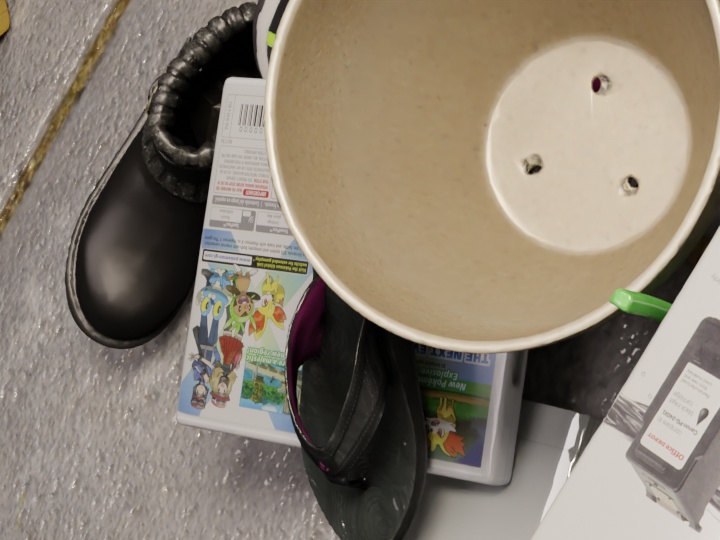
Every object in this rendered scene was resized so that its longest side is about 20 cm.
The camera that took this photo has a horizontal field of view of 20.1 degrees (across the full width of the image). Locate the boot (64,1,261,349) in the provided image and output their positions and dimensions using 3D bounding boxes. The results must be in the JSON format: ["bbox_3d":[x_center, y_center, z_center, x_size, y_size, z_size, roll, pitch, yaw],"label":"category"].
[{"bbox_3d":[-0.104,-0.052,1.159,0.158,0.079,0.213,-168,101,-77],"label":"boot"}]

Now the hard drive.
[{"bbox_3d":[0.041,0.158,0.981,0.131,0.026,0.202,9,79,50],"label":"hard drive"}]

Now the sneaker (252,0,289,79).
[{"bbox_3d":[0.011,-0.143,1.016,0.201,0.071,0.083,-57,51,38],"label":"sneaker"}]

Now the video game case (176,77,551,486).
[{"bbox_3d":[0.000,0.000,1.007,0.199,0.022,0.184,7,88,36],"label":"video game case"}]

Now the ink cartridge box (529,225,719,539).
[{"bbox_3d":[0.166,0.075,0.780,0.083,0.145,0.201,38,102,43],"label":"ink cartridge box"}]

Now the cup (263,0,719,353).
[{"bbox_3d":[0.077,-0.063,0.867,0.198,0.143,0.202,-2,85,23],"label":"cup"}]

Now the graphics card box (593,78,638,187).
[{"bbox_3d":[0.120,-0.120,1.006,0.125,0.051,0.201,33,99,50],"label":"graphics card box"}]

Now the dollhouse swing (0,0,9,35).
[{"bbox_3d":[-0.342,-0.112,1.545,0.199,0.177,0.182,-23,15,41],"label":"dollhouse swing"}]

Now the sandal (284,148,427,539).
[{"bbox_3d":[-0.010,0.037,0.950,0.075,0.048,0.203,9,104,43],"label":"sandal"}]

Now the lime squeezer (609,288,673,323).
[{"bbox_3d":[0.136,0.051,0.834,0.070,0.201,0.038,-27,50,-9],"label":"lime squeezer"}]
